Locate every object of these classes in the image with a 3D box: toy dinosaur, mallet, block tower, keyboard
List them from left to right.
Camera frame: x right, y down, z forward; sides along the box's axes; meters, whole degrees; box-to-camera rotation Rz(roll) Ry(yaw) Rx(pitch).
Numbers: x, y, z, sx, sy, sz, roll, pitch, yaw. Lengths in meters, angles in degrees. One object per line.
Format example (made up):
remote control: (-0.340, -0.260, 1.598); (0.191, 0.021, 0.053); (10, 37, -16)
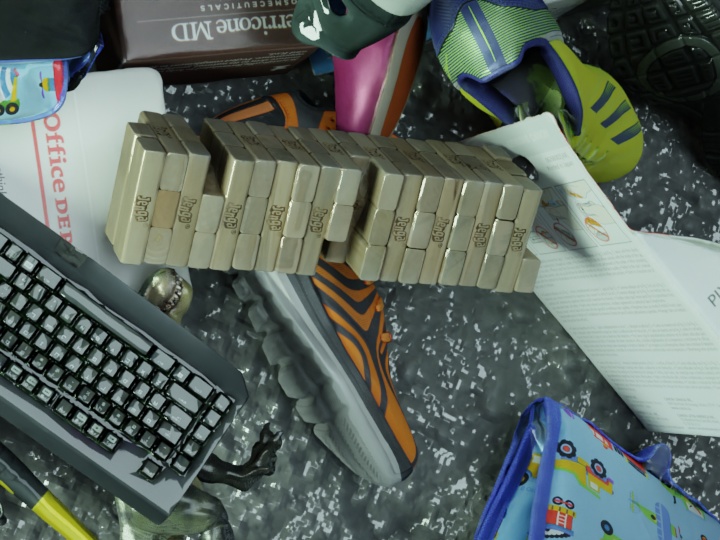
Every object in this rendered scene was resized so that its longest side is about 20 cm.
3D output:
keyboard: (-0.157, 0.040, 0.770); (0.200, 0.021, 0.127); (36, 74, -6)
mallet: (-0.146, 0.114, 0.851); (0.200, 0.066, 0.041); (41, 65, 2)
toy dinosaur: (-0.076, 0.104, 0.816); (0.088, 0.047, 0.201); (8, 76, -26)
block tower: (-0.013, -0.031, 0.825); (0.199, 0.054, 0.058); (6, 113, -24)

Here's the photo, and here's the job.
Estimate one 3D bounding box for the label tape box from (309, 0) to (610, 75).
label tape box: (0.054, -0.197, 0.950); (0.199, 0.063, 0.145); (-18, 91, -24)

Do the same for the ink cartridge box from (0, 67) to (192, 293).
ink cartridge box: (-0.186, -0.026, 0.827); (0.199, 0.067, 0.118); (-7, 88, -23)

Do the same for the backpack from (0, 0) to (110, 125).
backpack: (-0.206, -0.170, 0.789); (0.181, 0.135, 0.200); (-6, 42, -20)

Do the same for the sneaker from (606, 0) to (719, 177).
sneaker: (0.197, -0.122, 0.984); (0.200, 0.076, 0.091); (43, 55, -44)

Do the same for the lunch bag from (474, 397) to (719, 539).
lunch bag: (0.128, 0.168, 0.914); (0.150, 0.094, 0.201); (35, 52, -18)

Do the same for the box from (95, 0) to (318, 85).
box: (-0.087, -0.195, 0.882); (0.100, 0.075, 0.201); (-8, 89, -18)

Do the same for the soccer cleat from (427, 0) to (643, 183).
soccer cleat: (0.093, -0.080, 0.908); (0.200, 0.064, 0.084); (38, 27, -53)

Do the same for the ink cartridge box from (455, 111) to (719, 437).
ink cartridge box: (0.135, -0.003, 0.910); (0.050, 0.162, 0.200); (-40, 99, -16)

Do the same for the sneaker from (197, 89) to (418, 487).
sneaker: (0.000, 0.000, 0.898); (0.112, 0.078, 0.201); (-30, 96, -22)

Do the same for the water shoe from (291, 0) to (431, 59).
water shoe: (-0.025, -0.188, 0.825); (0.071, 0.079, 0.201); (14, 49, -42)

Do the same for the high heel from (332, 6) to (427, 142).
high heel: (-0.012, -0.151, 0.886); (0.096, 0.067, 0.201); (10, 78, 10)
